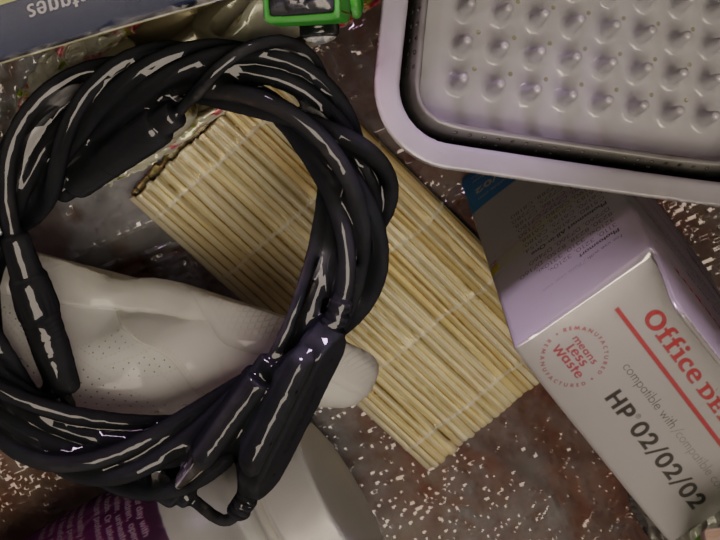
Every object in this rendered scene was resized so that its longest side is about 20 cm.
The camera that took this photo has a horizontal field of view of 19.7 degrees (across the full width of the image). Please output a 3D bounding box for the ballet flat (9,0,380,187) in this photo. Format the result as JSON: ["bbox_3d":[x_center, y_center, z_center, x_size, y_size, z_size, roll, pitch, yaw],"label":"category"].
[{"bbox_3d":[-0.065,-0.094,0.840,0.200,0.064,0.076,-38,115,13],"label":"ballet flat"}]

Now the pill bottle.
[{"bbox_3d":[-0.091,0.150,0.927,0.200,0.112,0.112,-31,114,9],"label":"pill bottle"}]

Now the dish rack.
[{"bbox_3d":[0.092,-0.128,0.812,0.171,0.044,0.201,7,82,-10],"label":"dish rack"}]

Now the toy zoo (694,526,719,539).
[{"bbox_3d":[0.188,0.130,0.866,0.131,0.021,0.200,-7,161,-4],"label":"toy zoo"}]

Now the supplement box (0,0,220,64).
[{"bbox_3d":[-0.159,-0.185,0.747,0.199,0.134,0.200,-16,116,2],"label":"supplement box"}]

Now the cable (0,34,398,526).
[{"bbox_3d":[-0.076,-0.007,0.819,0.163,0.051,0.201,27,105,7],"label":"cable"}]

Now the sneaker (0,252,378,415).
[{"bbox_3d":[-0.094,0.046,0.880,0.199,0.075,0.089,11,86,5],"label":"sneaker"}]

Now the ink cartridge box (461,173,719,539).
[{"bbox_3d":[0.110,0.025,0.838,0.068,0.200,0.115,-35,113,11],"label":"ink cartridge box"}]

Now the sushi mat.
[{"bbox_3d":[0.000,0.000,0.919,0.096,0.012,0.200,-41,113,14],"label":"sushi mat"}]

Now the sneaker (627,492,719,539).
[{"bbox_3d":[0.223,0.087,0.948,0.199,0.099,0.070,-12,102,33],"label":"sneaker"}]

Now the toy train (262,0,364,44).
[{"bbox_3d":[-0.024,-0.185,0.769,0.042,0.056,0.201,-3,93,10],"label":"toy train"}]
